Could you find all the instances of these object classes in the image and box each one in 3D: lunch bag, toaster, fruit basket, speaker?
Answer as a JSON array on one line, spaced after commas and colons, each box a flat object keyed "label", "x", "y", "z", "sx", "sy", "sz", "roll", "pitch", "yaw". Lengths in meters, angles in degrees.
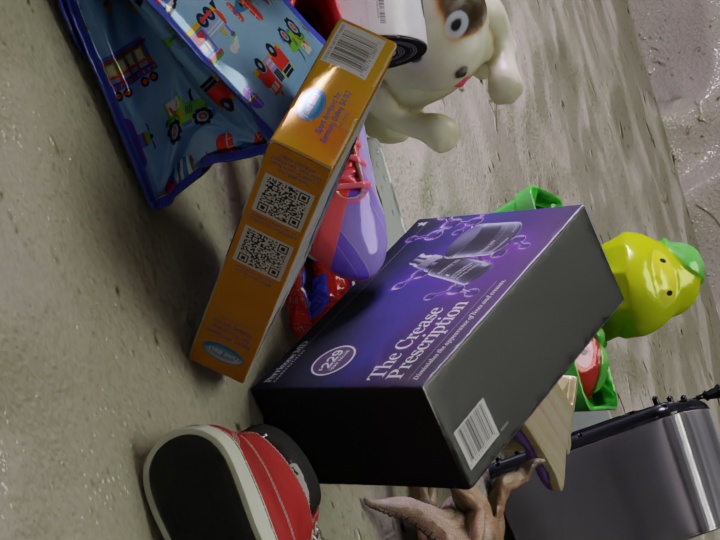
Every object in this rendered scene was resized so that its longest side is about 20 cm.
[{"label": "lunch bag", "x": -0.114, "y": -0.162, "z": 1.097, "sx": 0.201, "sy": 0.094, "sz": 0.151, "roll": 58, "pitch": 24, "yaw": -15}, {"label": "toaster", "x": 0.227, "y": 0.181, "z": 1.618, "sx": 0.119, "sy": 0.199, "sz": 0.181, "roll": 71, "pitch": 17, "yaw": 9}, {"label": "fruit basket", "x": 0.202, "y": 0.023, "z": 1.681, "sx": 0.155, "sy": 0.214, "sz": 0.217, "roll": 10, "pitch": 64, "yaw": -70}, {"label": "speaker", "x": -0.005, "y": -0.242, "z": 1.291, "sx": 0.081, "sy": 0.081, "sz": 0.201, "roll": 21, "pitch": 61, "yaw": -68}]

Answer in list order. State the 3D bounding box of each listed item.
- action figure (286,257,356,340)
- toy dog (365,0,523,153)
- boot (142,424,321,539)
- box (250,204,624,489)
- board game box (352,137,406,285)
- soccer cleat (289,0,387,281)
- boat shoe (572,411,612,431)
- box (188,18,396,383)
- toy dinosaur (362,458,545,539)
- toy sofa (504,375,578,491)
[{"label": "action figure", "x": -0.022, "y": -0.022, "z": 1.250, "sx": 0.065, "sy": 0.052, "sz": 0.201, "roll": 0, "pitch": 79, "yaw": -32}, {"label": "toy dog", "x": 0.045, "y": -0.187, "z": 1.415, "sx": 0.200, "sy": 0.139, "sz": 0.195, "roll": -115, "pitch": -178, "yaw": -83}, {"label": "boot", "x": -0.041, "y": 0.178, "z": 1.020, "sx": 0.144, "sy": 0.072, "sz": 0.201, "roll": 14, "pitch": 57, "yaw": -72}, {"label": "box", "x": 0.050, "y": 0.045, "z": 1.179, "sx": 0.200, "sy": 0.141, "sz": 0.079, "roll": -45, "pitch": 117, "yaw": -41}, {"label": "board game box", "x": 0.000, "y": 0.000, "z": 1.373, "sx": 0.200, "sy": 0.026, "sz": 0.201, "roll": -3, "pitch": 78, "yaw": -72}, {"label": "soccer cleat", "x": -0.022, "y": -0.093, "z": 1.199, "sx": 0.066, "sy": 0.076, "sz": 0.201, "roll": -3, "pitch": 68, "yaw": -28}, {"label": "boat shoe", "x": 0.212, "y": 0.149, "z": 1.825, "sx": 0.200, "sy": 0.072, "sz": 0.068, "roll": 44, "pitch": -3, "yaw": -32}, {"label": "box", "x": -0.043, "y": -0.030, "z": 1.064, "sx": 0.041, "sy": 0.200, "sz": 0.119, "roll": 26, "pitch": 43, "yaw": -1}, {"label": "toy dinosaur", "x": 0.077, "y": 0.199, "z": 1.342, "sx": 0.200, "sy": 0.085, "sz": 0.137, "roll": 24, "pitch": 58, "yaw": -60}, {"label": "toy sofa", "x": 0.101, "y": 0.090, "z": 1.423, "sx": 0.200, "sy": 0.082, "sz": 0.098, "roll": 53, "pitch": 44, "yaw": -61}]
